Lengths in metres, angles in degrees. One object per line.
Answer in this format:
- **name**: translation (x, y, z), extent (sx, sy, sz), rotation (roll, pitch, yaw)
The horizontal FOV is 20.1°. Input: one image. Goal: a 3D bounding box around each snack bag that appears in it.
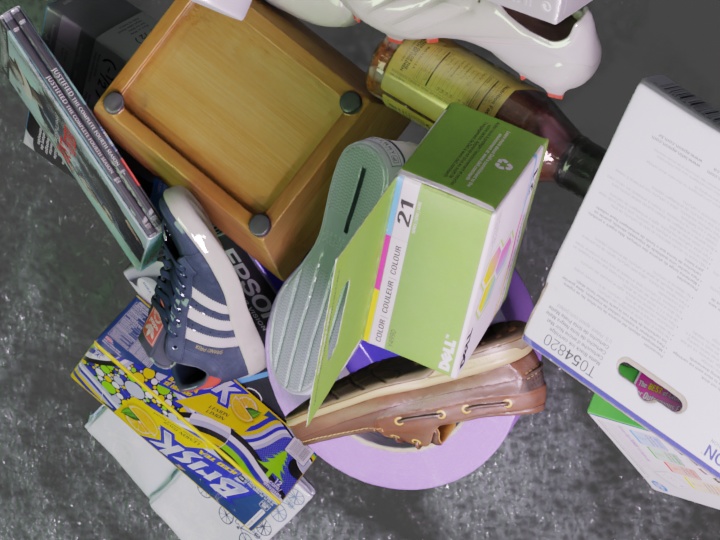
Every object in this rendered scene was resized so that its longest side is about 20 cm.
- **snack bag**: translation (-0.147, 0.166, 1.798), extent (0.200, 0.021, 0.189), rotation (49, 136, 5)

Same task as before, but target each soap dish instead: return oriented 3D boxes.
- **soap dish**: translation (-0.086, -0.116, 1.485), extent (0.200, 0.081, 0.158), rotation (39, 92, 13)

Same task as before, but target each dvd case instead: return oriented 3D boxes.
- **dvd case**: translation (-0.213, -0.097, 1.548), extent (0.200, 0.022, 0.146), rotation (57, 167, 2)

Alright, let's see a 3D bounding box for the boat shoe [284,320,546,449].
- **boat shoe**: translation (0.039, 0.097, 1.449), extent (0.199, 0.072, 0.068), rotation (-18, 100, 22)

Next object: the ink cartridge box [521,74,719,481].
- **ink cartridge box**: translation (0.221, 0.011, 1.285), extent (0.199, 0.041, 0.201), rotation (36, 118, 24)

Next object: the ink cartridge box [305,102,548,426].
- **ink cartridge box**: translation (0.043, 0.007, 1.329), extent (0.075, 0.200, 0.148), rotation (21, 130, 12)

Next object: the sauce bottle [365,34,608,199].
- **sauce bottle**: translation (0.098, -0.103, 1.406), extent (0.200, 0.066, 0.066), rotation (33, 132, 18)

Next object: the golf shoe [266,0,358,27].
- **golf shoe**: translation (-0.088, -0.229, 1.458), extent (0.200, 0.097, 0.079), rotation (35, 128, 15)

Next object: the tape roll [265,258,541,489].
- **tape roll**: translation (0.032, 0.060, 1.515), extent (0.199, 0.066, 0.201), rotation (7, 111, 19)

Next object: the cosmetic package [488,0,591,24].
- **cosmetic package**: translation (0.073, -0.240, 1.315), extent (0.199, 0.107, 0.091), rotation (25, 128, 23)

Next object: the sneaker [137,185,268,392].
- **sneaker**: translation (-0.129, 0.023, 1.487), extent (0.200, 0.084, 0.075), rotation (72, 172, -47)

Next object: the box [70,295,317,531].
- **box**: translation (-0.135, 0.117, 1.656), extent (0.200, 0.064, 0.070), rotation (41, 143, -1)

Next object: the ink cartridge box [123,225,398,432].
- **ink cartridge box**: translation (-0.065, 0.046, 1.620), extent (0.200, 0.043, 0.198), rotation (-19, 113, 43)

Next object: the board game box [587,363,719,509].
- **board game box**: translation (0.270, 0.131, 1.365), extent (0.199, 0.040, 0.153), rotation (15, 162, 32)

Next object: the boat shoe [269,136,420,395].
- **boat shoe**: translation (0.000, 0.000, 1.431), extent (0.074, 0.067, 0.201), rotation (40, 119, 30)

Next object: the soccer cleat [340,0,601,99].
- **soccer cleat**: translation (0.073, -0.183, 1.371), extent (0.199, 0.069, 0.078), rotation (23, 148, 18)

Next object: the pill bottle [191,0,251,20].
- **pill bottle**: translation (-0.080, -0.276, 1.351), extent (0.112, 0.112, 0.201), rotation (24, 94, 26)

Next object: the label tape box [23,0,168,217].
- **label tape box**: translation (-0.169, -0.116, 1.615), extent (0.200, 0.066, 0.144), rotation (36, 133, 19)
